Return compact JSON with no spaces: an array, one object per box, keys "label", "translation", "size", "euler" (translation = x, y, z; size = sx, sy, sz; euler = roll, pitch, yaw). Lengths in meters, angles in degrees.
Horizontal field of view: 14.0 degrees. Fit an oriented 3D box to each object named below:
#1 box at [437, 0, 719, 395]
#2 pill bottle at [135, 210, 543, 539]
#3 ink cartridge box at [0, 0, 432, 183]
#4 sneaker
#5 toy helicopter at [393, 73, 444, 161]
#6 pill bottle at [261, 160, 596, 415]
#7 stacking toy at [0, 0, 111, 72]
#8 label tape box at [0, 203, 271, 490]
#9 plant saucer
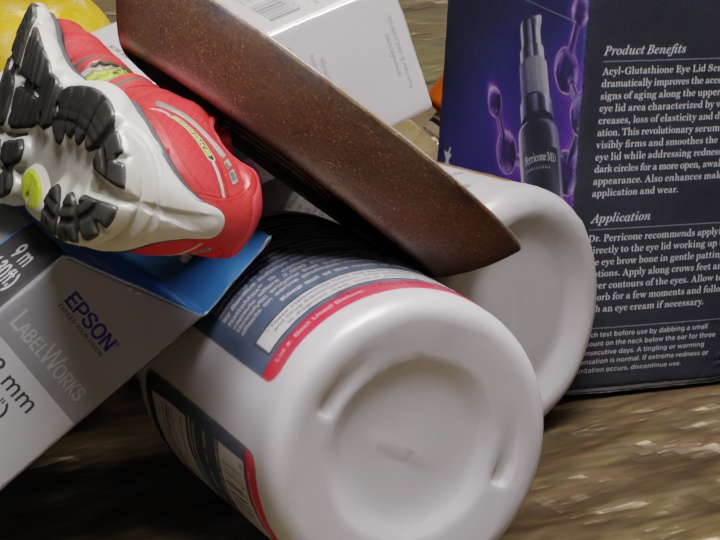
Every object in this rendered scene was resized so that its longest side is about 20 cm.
[{"label":"box","translation":[0.112,-0.059,1.402],"size":[0.104,0.202,0.148],"euler":[-4,17,-24]},{"label":"pill bottle","translation":[-0.022,0.042,1.183],"size":[0.119,0.121,0.200],"euler":[-6,18,-24]},{"label":"ink cartridge box","translation":[-0.083,-0.075,1.332],"size":[0.199,0.068,0.117],"euler":[-24,22,-14]},{"label":"sneaker","translation":[-0.093,-0.045,1.142],"size":[0.084,0.077,0.200],"euler":[14,15,-26]},{"label":"toy helicopter","translation":[0.041,-0.052,1.570],"size":[0.132,0.079,0.200],"euler":[39,0,-28]},{"label":"pill bottle","translation":[0.000,0.000,1.343],"size":[0.199,0.115,0.114],"euler":[16,21,42]},{"label":"stacking toy","translation":[-0.165,-0.096,1.505],"size":[0.145,0.202,0.146],"euler":[2,15,0]},{"label":"label tape box","translation":[-0.146,0.018,1.170],"size":[0.200,0.066,0.143],"euler":[-42,26,-6]},{"label":"plant saucer","translation":[-0.025,-0.055,1.179],"size":[0.200,0.035,0.200],"euler":[36,-4,3]}]
